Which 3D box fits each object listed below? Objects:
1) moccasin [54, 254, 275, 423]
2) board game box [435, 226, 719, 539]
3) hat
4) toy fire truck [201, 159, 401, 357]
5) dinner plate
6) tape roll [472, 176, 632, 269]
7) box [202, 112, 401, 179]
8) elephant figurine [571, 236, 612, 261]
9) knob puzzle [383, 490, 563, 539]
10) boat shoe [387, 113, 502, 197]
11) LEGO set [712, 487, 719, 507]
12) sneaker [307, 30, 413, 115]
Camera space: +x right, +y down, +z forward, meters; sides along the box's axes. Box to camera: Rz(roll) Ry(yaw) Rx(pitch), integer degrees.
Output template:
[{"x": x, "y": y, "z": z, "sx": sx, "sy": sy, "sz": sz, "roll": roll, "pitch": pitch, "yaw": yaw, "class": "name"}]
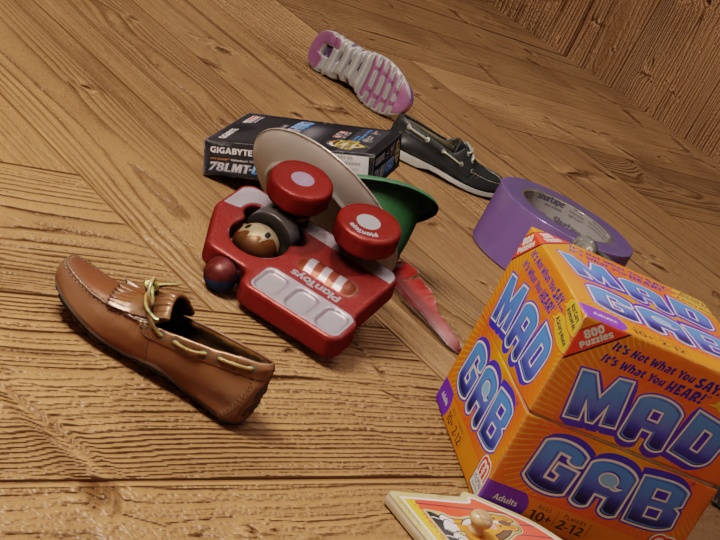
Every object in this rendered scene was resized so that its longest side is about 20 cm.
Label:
[{"x": -0.160, "y": 0.043, "z": 1.336, "sx": 0.201, "sy": 0.078, "sz": 0.074, "roll": 34, "pitch": 18, "yaw": 16, "class": "moccasin"}, {"x": 0.215, "y": 0.117, "z": 1.500, "sx": 0.200, "sy": 0.200, "sz": 0.200, "roll": 22, "pitch": 19, "yaw": -17, "class": "board game box"}, {"x": 0.000, "y": 0.000, "z": 1.799, "sx": 0.165, "sy": 0.176, "sz": 0.200, "roll": 15, "pitch": -16, "yaw": -30, "class": "hat"}, {"x": -0.066, "y": -0.008, "z": 1.598, "sx": 0.200, "sy": 0.112, "sz": 0.168, "roll": 32, "pitch": 37, "yaw": 14, "class": "toy fire truck"}, {"x": -0.044, "y": -0.064, "z": 1.714, "sx": 0.200, "sy": 0.200, "sz": 0.024, "roll": 35, "pitch": 62, "yaw": 20, "class": "dinner plate"}, {"x": 0.255, "y": -0.038, "z": 2.176, "sx": 0.200, "sy": 0.085, "sz": 0.200, "roll": 26, "pitch": 17, "yaw": -9, "class": "tape roll"}, {"x": -0.064, "y": -0.140, "z": 1.925, "sx": 0.198, "sy": 0.050, "sz": 0.200, "roll": 9, "pitch": 14, "yaw": 10, "class": "box"}, {"x": 0.267, "y": 0.072, "z": 1.841, "sx": 0.142, "sy": 0.155, "sz": 0.200, "roll": 72, "pitch": -7, "yaw": -47, "class": "elephant figurine"}, {"x": 0.141, "y": 0.238, "z": 1.334, "sx": 0.219, "sy": 0.030, "sz": 0.220, "roll": 26, "pitch": 17, "yaw": -9, "class": "knob puzzle"}, {"x": 0.130, "y": -0.165, "z": 2.373, "sx": 0.200, "sy": 0.060, "sz": 0.076, "roll": 20, "pitch": 19, "yaw": -24, "class": "boat shoe"}, {"x": 0.472, "y": 0.228, "z": 1.712, "sx": 0.200, "sy": 0.116, "sz": 0.154, "roll": 40, "pitch": 21, "yaw": 31, "class": "LEGO set"}, {"x": 0.014, "y": -0.308, "z": 2.575, "sx": 0.200, "sy": 0.081, "sz": 0.088, "roll": 37, "pitch": 12, "yaw": 27, "class": "sneaker"}]
